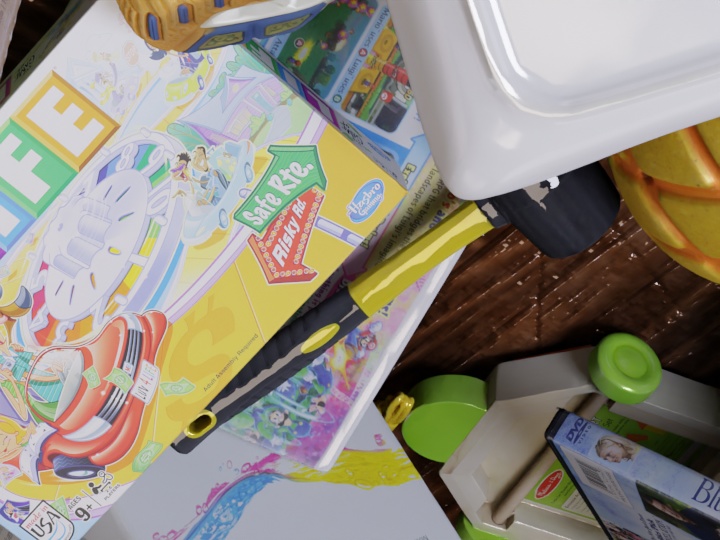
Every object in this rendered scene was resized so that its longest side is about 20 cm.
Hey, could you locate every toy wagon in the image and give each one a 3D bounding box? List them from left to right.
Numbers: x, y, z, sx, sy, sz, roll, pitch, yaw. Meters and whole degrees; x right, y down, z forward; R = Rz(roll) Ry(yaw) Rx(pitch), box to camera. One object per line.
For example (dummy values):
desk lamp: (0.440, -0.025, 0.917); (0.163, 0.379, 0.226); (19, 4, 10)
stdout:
toy wagon: (0.099, 0.083, 1.129); (0.199, 0.040, 0.155); (19, 138, -13)

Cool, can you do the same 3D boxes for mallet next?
mallet: (0.000, 0.000, 0.942); (0.200, 0.041, 0.066); (-30, 116, 7)

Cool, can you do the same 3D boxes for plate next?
plate: (0.095, -0.134, 0.785); (0.199, 0.032, 0.201); (-17, 111, 6)

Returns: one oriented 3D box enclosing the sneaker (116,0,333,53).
sneaker: (0.008, -0.138, 0.854); (0.199, 0.088, 0.075); (-9, 164, -17)

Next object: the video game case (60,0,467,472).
video game case: (-0.043, -0.038, 0.947); (0.182, 0.024, 0.200); (25, 107, -20)

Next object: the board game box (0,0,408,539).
board game box: (-0.099, -0.004, 0.914); (0.134, 0.034, 0.200); (39, 102, -19)

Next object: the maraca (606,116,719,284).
maraca: (0.156, -0.071, 0.883); (0.137, 0.107, 0.200); (24, 134, 7)

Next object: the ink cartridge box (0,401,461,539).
ink cartridge box: (-0.063, 0.127, 1.047); (0.144, 0.200, 0.145); (-18, 155, -38)

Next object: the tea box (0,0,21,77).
tea box: (-0.227, -0.090, 0.844); (0.196, 0.200, 0.134); (-24, 131, 32)

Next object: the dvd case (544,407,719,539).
dvd case: (0.178, 0.130, 1.030); (0.200, 0.018, 0.143); (25, 163, 30)
